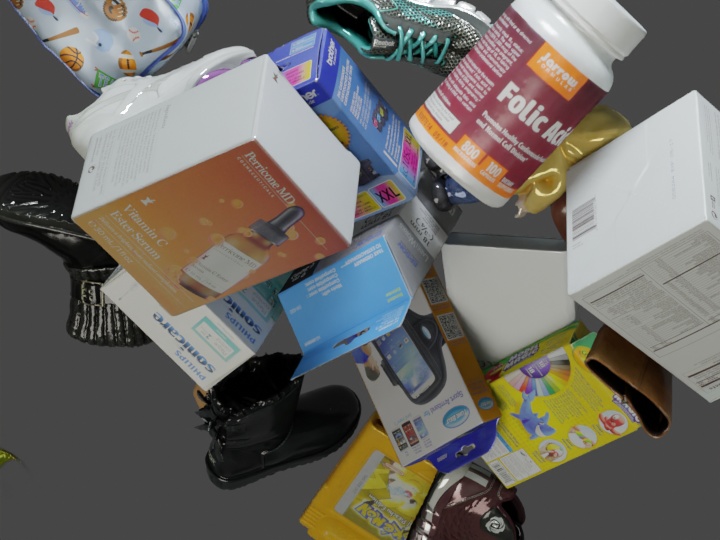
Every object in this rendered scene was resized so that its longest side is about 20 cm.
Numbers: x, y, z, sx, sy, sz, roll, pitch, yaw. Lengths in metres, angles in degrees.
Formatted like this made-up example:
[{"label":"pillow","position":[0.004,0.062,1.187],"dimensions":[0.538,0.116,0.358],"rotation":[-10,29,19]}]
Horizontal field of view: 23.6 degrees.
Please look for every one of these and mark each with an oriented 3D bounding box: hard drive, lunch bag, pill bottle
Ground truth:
[{"label":"hard drive","position":[0.155,0.057,1.727],"dimensions":[0.131,0.026,0.201],"rotation":[4,123,20]},{"label":"lunch bag","position":[-0.244,-0.270,1.646],"dimensions":[0.200,0.076,0.160],"rotation":[46,125,-10]},{"label":"pill bottle","position":[0.146,-0.163,1.493],"dimensions":[0.114,0.114,0.200],"rotation":[40,104,-7]}]

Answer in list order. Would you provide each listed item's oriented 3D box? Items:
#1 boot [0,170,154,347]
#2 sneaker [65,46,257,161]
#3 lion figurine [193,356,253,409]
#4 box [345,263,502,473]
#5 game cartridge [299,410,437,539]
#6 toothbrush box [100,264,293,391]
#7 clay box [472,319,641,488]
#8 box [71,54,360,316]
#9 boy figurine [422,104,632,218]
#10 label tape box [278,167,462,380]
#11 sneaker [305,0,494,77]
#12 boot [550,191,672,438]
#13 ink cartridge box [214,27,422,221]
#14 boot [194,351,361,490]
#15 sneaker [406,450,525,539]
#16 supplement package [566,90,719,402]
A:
[{"label":"boot","position":[-0.308,-0.007,1.844],"dimensions":[0.210,0.080,0.159],"rotation":[17,127,11]},{"label":"sneaker","position":[-0.188,-0.166,1.624],"dimensions":[0.100,0.199,0.075],"rotation":[41,152,34]},{"label":"lion figurine","position":[-0.150,0.118,1.868],"dimensions":[0.122,0.072,0.201],"rotation":[37,136,17]},{"label":"box","position":[0.060,0.103,1.730],"dimensions":[0.119,0.041,0.201],"rotation":[-34,73,37]},{"label":"game cartridge","position":[0.043,0.268,1.912],"dimensions":[0.176,0.032,0.200],"rotation":[32,127,0]},{"label":"toothbrush box","position":[-0.143,-0.003,1.701],"dimensions":[0.146,0.200,0.085],"rotation":[46,128,-10]},{"label":"clay box","position":[0.192,0.130,1.714],"dimensions":[0.199,0.048,0.115],"rotation":[-30,106,35]},{"label":"box","position":[-0.124,-0.070,1.509],"dimensions":[0.199,0.107,0.152],"rotation":[-21,131,27]},{"label":"boy figurine","position":[0.155,-0.116,1.587],"dimensions":[0.199,0.064,0.125],"rotation":[-15,89,27]},{"label":"label tape box","position":[0.000,0.000,1.643],"dimensions":[0.144,0.200,0.063],"rotation":[-28,108,34]},{"label":"sneaker","position":[0.036,-0.212,1.555],"dimensions":[0.199,0.091,0.078],"rotation":[24,128,5]},{"label":"boot","position":[0.225,0.034,1.571],"dimensions":[0.068,0.200,0.189],"rotation":[-30,107,35]},{"label":"ink cartridge box","position":[-0.053,-0.130,1.573],"dimensions":[0.136,0.077,0.200],"rotation":[-21,130,27]},{"label":"boot","position":[-0.079,0.138,1.763],"dimensions":[0.074,0.197,0.163],"rotation":[54,155,28]},{"label":"sneaker","position":[0.111,0.289,1.835],"dimensions":[0.115,0.076,0.201],"rotation":[23,128,3]},{"label":"supplement package","position":[0.299,-0.017,1.502],"dimensions":[0.200,0.153,0.150],"rotation":[35,132,-30]}]
